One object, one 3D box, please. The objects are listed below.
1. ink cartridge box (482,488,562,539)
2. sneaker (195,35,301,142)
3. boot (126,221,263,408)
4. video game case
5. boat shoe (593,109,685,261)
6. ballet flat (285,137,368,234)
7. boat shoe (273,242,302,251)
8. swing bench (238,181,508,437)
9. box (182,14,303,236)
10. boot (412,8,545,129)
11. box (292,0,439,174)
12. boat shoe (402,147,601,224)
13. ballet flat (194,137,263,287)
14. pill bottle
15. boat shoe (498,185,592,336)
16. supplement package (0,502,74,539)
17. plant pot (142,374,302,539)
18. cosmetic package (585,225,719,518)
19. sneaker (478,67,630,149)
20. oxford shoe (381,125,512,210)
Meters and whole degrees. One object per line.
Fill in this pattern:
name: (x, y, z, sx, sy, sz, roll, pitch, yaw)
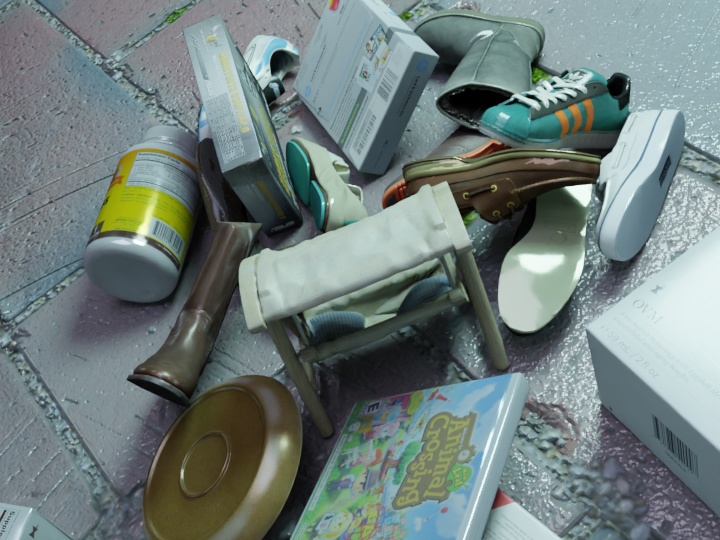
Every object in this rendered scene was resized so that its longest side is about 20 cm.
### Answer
ink cartridge box: (0.061, 0.268, 0.777, 0.200, 0.083, 0.147, -43, 48, -14)
sneaker: (-0.144, -0.221, 1.270, 0.072, 0.072, 0.201, 19, 64, 24)
boot: (-0.153, 0.030, 0.977, 0.064, 0.186, 0.201, 27, 82, -7)
video game case: (0.033, 0.172, 0.804, 0.181, 0.022, 0.200, -16, 31, 37)
boat shoe: (0.268, -0.087, 1.000, 0.065, 0.074, 0.200, 9, 47, 33)
ballet flat: (-0.035, -0.094, 1.124, 0.069, 0.070, 0.200, -26, 36, 0)
boat shoe: (0.000, 0.000, 1.042, 0.199, 0.072, 0.077, -16, 74, 9)
swing bench: (0.012, 0.023, 0.917, 0.198, 0.201, 0.130, -20, 48, 5)
box: (-0.131, -0.161, 1.122, 0.048, 0.159, 0.201, -21, 63, 4)
boot: (0.119, -0.228, 1.138, 0.180, 0.073, 0.201, 1, 41, 23)
box: (0.000, -0.232, 1.176, 0.200, 0.041, 0.157, 53, 127, 42)
boat shoe: (0.136, -0.079, 0.967, 0.199, 0.072, 0.068, -4, 86, 26)
ballet flat: (-0.154, -0.065, 1.138, 0.046, 0.067, 0.201, -43, 57, 37)
pill bottle: (-0.243, -0.071, 1.159, 0.108, 0.110, 0.201, -4, 51, 19)
boat shoe: (0.184, -0.018, 0.978, 0.073, 0.063, 0.202, 15, 61, 12)
supplement package: (-0.335, 0.294, 0.843, 0.199, 0.192, 0.148, 2, 54, 24)
plant pot: (-0.137, 0.182, 0.919, 0.199, 0.027, 0.201, -26, 45, 29)
cosmetic package: (0.326, 0.079, 0.800, 0.199, 0.123, 0.199, -35, 48, -10)
sneaker: (0.200, -0.168, 1.011, 0.199, 0.080, 0.071, -10, 32, -39)
oxford shoe: (0.108, -0.114, 1.088, 0.199, 0.072, 0.073, -24, 38, -9)
